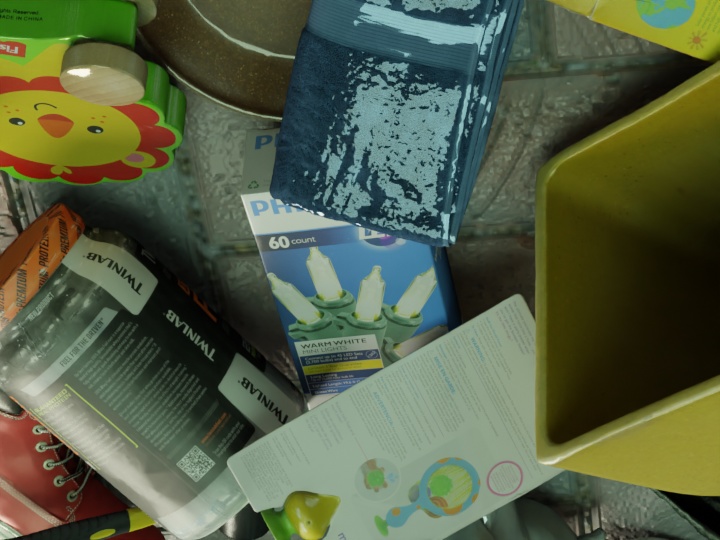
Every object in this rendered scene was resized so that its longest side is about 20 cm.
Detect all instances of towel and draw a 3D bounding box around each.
[{"bbox_3d":[0.023,-0.116,1.103,0.111,0.049,0.201,15,108,1],"label":"towel"}]

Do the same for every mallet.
[{"bbox_3d":[-0.144,0.152,1.348,0.199,0.041,0.066,-6,122,-29],"label":"mallet"}]

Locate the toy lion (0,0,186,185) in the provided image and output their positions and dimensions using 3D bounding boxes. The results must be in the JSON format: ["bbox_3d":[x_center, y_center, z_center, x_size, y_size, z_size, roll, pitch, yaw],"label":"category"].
[{"bbox_3d":[-0.195,-0.105,1.164,0.199,0.069,0.192,8,156,-10],"label":"toy lion"}]

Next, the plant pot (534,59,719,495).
[{"bbox_3d":[0.233,0.022,1.163,0.199,0.195,0.195,23,145,-32],"label":"plant pot"}]

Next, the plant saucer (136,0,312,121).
[{"bbox_3d":[-0.038,-0.176,1.153,0.199,0.037,0.201,2,126,3],"label":"plant saucer"}]

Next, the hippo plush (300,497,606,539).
[{"bbox_3d":[0.064,0.188,1.358,0.159,0.201,0.161,-15,150,29],"label":"hippo plush"}]

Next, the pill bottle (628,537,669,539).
[{"bbox_3d":[0.183,0.289,1.426,0.110,0.111,0.201,15,126,-6],"label":"pill bottle"}]

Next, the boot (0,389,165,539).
[{"bbox_3d":[-0.195,0.122,1.365,0.199,0.073,0.144,30,122,-12],"label":"boot"}]

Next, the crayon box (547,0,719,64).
[{"bbox_3d":[0.208,-0.177,1.122,0.199,0.051,0.127,19,125,-9],"label":"crayon box"}]

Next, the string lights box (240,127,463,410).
[{"bbox_3d":[0.000,0.000,1.244,0.102,0.059,0.201,-6,136,9],"label":"string lights box"}]

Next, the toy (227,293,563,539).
[{"bbox_3d":[0.029,0.105,1.253,0.199,0.047,0.116,-30,110,-6],"label":"toy"}]

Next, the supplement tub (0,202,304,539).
[{"bbox_3d":[-0.141,0.060,1.273,0.200,0.123,0.122,43,119,-16],"label":"supplement tub"}]

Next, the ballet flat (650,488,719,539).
[{"bbox_3d":[0.191,0.114,1.331,0.199,0.057,0.066,32,121,-18],"label":"ballet flat"}]
